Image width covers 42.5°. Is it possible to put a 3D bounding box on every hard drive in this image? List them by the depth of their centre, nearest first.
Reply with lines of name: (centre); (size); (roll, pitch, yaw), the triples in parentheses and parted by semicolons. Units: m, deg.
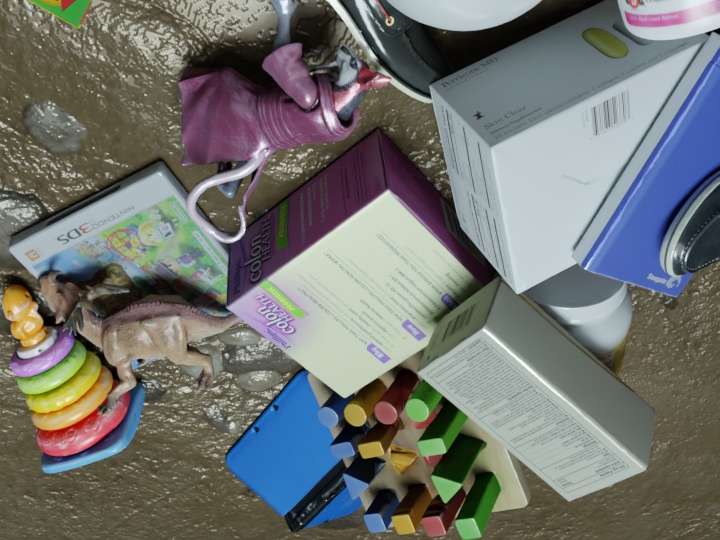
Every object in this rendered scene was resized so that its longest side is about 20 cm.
hard drive: (0.271, -0.077, 0.754); (0.130, 0.025, 0.202); (13, 116, -35)

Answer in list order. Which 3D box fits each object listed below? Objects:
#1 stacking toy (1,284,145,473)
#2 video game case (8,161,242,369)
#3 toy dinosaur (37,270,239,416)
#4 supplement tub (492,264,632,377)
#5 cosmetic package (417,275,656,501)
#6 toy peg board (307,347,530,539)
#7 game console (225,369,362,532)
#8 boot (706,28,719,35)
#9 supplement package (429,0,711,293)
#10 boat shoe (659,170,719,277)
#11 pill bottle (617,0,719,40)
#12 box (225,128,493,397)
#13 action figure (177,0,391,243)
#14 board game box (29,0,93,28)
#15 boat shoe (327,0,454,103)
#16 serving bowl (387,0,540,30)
stacking toy: (-0.319, 0.101, 0.962); (0.108, 0.117, 0.203); (-16, 120, 11)
video game case: (-0.217, 0.004, 0.928); (0.179, 0.022, 0.201); (-23, 129, 14)
toy dinosaur: (-0.211, 0.053, 0.906); (0.196, 0.086, 0.138); (-11, 124, -4)
supplement tub: (0.198, 0.068, 0.943); (0.142, 0.147, 0.203); (-5, 131, -1)
cosmetic package: (0.161, 0.111, 0.842); (0.199, 0.074, 0.103); (40, 136, -12)
toy peg board: (0.045, 0.190, 0.965); (0.196, 0.098, 0.203); (-17, 102, 30)
game console: (-0.036, 0.215, 1.133); (0.169, 0.119, 0.200); (-1, 141, -49)
boot: (0.342, -0.226, 0.745); (0.207, 0.080, 0.160); (-12, 131, 5)
supplement package: (0.178, -0.109, 0.773); (0.197, 0.111, 0.157); (-27, 132, -8)
boat shoe: (0.330, -0.053, 0.745); (0.198, 0.063, 0.075); (-30, 135, -5)
pill bottle: (0.206, -0.270, 0.611); (0.111, 0.114, 0.202); (-20, 119, 12)
box: (0.000, 0.000, 0.897); (0.199, 0.098, 0.175); (-35, 126, 22)
action figure: (-0.067, -0.125, 0.743); (0.197, 0.152, 0.133); (-8, 151, 36)
board game box: (-0.270, -0.274, 0.663); (0.198, 0.048, 0.102); (27, 124, -25)
boat shoe: (0.017, -0.215, 0.725); (0.062, 0.074, 0.202); (-26, 125, 27)
serving bowl: (0.091, -0.265, 0.653); (0.196, 0.066, 0.204); (-12, 122, -19)
